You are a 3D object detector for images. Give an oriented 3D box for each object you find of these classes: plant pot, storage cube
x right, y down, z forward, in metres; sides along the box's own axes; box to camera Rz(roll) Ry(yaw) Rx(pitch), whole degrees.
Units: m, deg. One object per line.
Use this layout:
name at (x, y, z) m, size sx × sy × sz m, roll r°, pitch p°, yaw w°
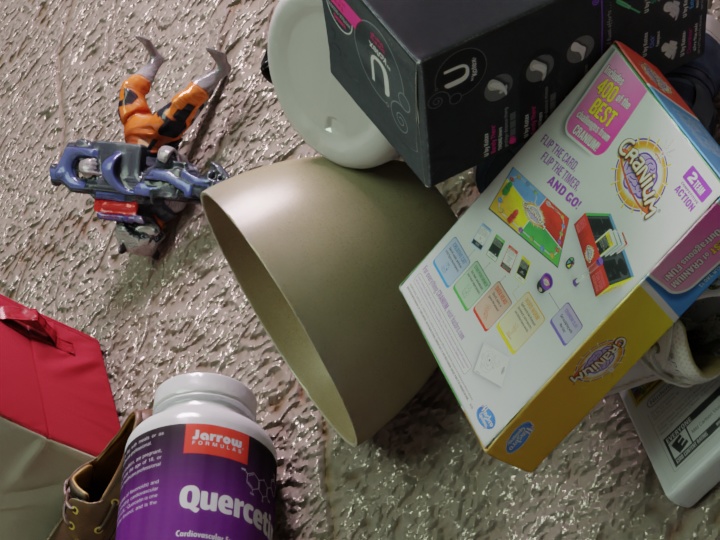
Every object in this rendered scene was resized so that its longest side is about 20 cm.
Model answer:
plant pot at (0.000, 0.000, 1.344) m, size 0.134 × 0.200 × 0.200 m, roll -31°, pitch 32°, yaw -9°
storage cube at (-0.321, 0.140, 1.674) m, size 0.200 × 0.171 × 0.180 m, roll -49°, pitch 35°, yaw 19°

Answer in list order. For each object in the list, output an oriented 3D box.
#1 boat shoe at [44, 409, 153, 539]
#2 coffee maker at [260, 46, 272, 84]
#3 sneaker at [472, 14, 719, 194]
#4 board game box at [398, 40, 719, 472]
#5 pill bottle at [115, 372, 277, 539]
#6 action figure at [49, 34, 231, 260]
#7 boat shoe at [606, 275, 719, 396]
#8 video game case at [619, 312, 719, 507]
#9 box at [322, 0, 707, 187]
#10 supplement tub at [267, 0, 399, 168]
boat shoe at (-0.207, 0.181, 1.580) m, size 0.200 × 0.068 × 0.072 m, roll -48°, pitch 35°, yaw 21°
coffee maker at (0.000, -0.222, 1.483) m, size 0.135 × 0.192 × 0.200 m, roll 124°, pitch 166°, yaw -70°
sneaker at (0.140, -0.068, 1.249) m, size 0.202 × 0.077 × 0.146 m, roll -34°, pitch 25°, yaw 35°
board game box at (0.120, -0.009, 1.116) m, size 0.200 × 0.040 × 0.153 m, roll -49°, pitch 38°, yaw 19°
pill bottle at (-0.117, 0.177, 1.415) m, size 0.112 × 0.112 × 0.200 m, roll -32°, pitch 43°, yaw 38°
action figure at (-0.161, -0.100, 1.739) m, size 0.200 × 0.105 × 0.194 m, roll 16°, pitch 86°, yaw 32°
boat shoe at (0.179, 0.031, 1.109) m, size 0.200 × 0.071 × 0.069 m, roll -35°, pitch 39°, yaw 35°
video game case at (0.223, 0.010, 1.151) m, size 0.200 × 0.023 × 0.182 m, roll -48°, pitch 35°, yaw 23°
box at (0.091, -0.158, 1.163) m, size 0.200 × 0.106 × 0.122 m, roll -27°, pitch 52°, yaw -16°
supplement tub at (0.049, -0.157, 1.328) m, size 0.132 × 0.200 × 0.132 m, roll 26°, pitch 128°, yaw 39°
